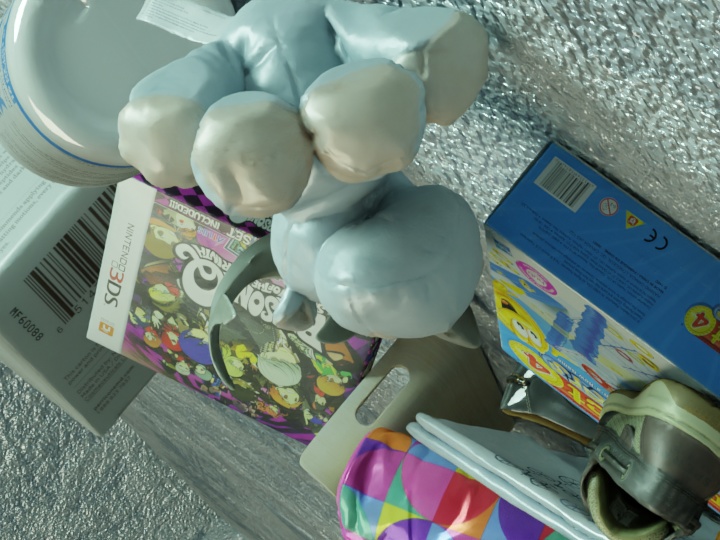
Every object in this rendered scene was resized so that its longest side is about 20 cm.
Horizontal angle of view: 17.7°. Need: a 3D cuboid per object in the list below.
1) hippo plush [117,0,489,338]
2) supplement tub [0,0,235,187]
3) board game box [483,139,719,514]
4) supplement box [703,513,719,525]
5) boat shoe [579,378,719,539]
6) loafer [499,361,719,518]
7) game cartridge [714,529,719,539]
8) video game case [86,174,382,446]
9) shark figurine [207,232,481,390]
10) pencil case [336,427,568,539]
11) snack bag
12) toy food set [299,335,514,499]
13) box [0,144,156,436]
[{"bbox_3d":[-0.028,-0.037,1.076,0.200,0.159,0.161,26,138,46],"label":"hippo plush"},{"bbox_3d":[-0.150,-0.118,1.342,0.132,0.132,0.200,42,168,-9],"label":"supplement tub"},{"bbox_3d":[0.158,0.047,1.148,0.200,0.056,0.196,37,168,17],"label":"board game box"},{"bbox_3d":[0.258,0.247,1.534,0.126,0.074,0.200,28,163,49],"label":"supplement box"},{"bbox_3d":[0.135,0.100,1.109,0.072,0.066,0.201,39,169,4],"label":"boat shoe"},{"bbox_3d":[0.169,0.108,1.305,0.200,0.072,0.073,38,167,9],"label":"loafer"},{"bbox_3d":[0.261,0.170,1.163,0.176,0.033,0.200,14,165,9],"label":"game cartridge"},{"bbox_3d":[-0.082,0.024,1.563,0.199,0.036,0.182,26,139,6],"label":"video game case"},{"bbox_3d":[-0.019,-0.010,1.411,0.090,0.214,0.129,-47,58,42],"label":"shark figurine"},{"bbox_3d":[0.080,0.171,1.474,0.199,0.089,0.088,22,163,20],"label":"pencil case"},{"bbox_3d":[0.154,0.141,1.397,0.199,0.021,0.188,15,-171,-41],"label":"snack bag"},{"bbox_3d":[0.030,0.120,1.621,0.060,0.144,0.200,35,168,27],"label":"toy food set"},{"bbox_3d":[-0.233,-0.021,1.805,0.171,0.199,0.200,31,165,42],"label":"box"}]
